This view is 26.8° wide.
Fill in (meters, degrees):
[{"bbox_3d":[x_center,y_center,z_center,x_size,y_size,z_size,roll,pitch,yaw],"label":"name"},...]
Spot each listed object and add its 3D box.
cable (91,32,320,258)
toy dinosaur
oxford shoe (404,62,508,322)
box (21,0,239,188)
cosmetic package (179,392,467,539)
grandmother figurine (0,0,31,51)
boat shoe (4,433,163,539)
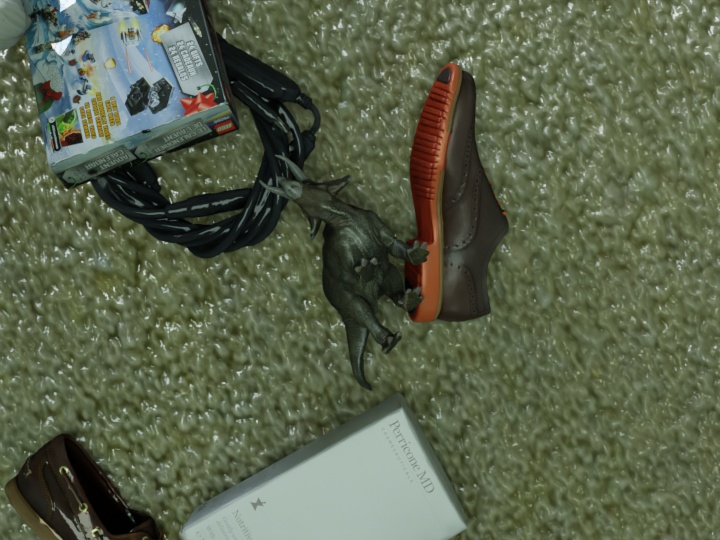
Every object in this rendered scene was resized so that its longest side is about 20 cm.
[{"bbox_3d":[-0.139,-0.106,1.185,0.199,0.051,0.164,28,103,2],"label":"cable"},{"bbox_3d":[0.000,0.000,1.171,0.077,0.102,0.201,-31,131,-17],"label":"toy dinosaur"},{"bbox_3d":[0.078,-0.059,1.179,0.072,0.071,0.202,2,103,-12],"label":"oxford shoe"},{"bbox_3d":[-0.178,-0.173,1.124,0.136,0.040,0.202,-18,63,4],"label":"box"},{"bbox_3d":[-0.026,0.195,1.191,0.199,0.081,0.113,-31,93,4],"label":"cosmetic package"},{"bbox_3d":[-0.277,-0.249,1.118,0.060,0.121,0.202,2,65,-22],"label":"grandmother figurine"},{"bbox_3d":[-0.193,0.219,1.200,0.070,0.070,0.200,-42,94,8],"label":"boat shoe"}]
